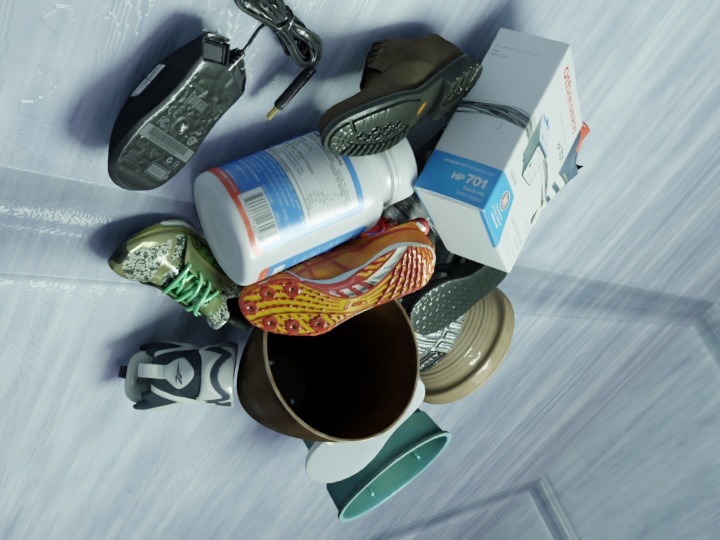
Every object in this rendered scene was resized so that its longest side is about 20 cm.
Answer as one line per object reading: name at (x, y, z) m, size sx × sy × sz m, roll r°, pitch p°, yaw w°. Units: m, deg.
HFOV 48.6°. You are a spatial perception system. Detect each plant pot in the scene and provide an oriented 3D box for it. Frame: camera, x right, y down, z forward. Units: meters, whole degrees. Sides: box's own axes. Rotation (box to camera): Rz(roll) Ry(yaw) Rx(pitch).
plant pot at (0.116, 0.084, 1.157) m, size 0.201 × 0.201 × 0.093 m, roll -44°, pitch 123°, yaw 11°
plant pot at (-0.005, 0.225, 1.167) m, size 0.199 × 0.196 × 0.201 m, roll -33°, pitch 157°, yaw -16°
plant pot at (-0.063, 0.114, 0.911) m, size 0.186 × 0.188 × 0.200 m, roll -18°, pitch 172°, yaw -34°

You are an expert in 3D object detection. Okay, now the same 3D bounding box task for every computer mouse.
computer mouse at (-0.120, -0.145, 0.652) m, size 0.200 × 0.046 × 0.140 m, roll -49°, pitch 156°, yaw 10°

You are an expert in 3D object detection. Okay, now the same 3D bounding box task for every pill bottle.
pill bottle at (-0.048, -0.073, 0.765) m, size 0.199 × 0.112 × 0.113 m, roll -24°, pitch 150°, yaw -24°

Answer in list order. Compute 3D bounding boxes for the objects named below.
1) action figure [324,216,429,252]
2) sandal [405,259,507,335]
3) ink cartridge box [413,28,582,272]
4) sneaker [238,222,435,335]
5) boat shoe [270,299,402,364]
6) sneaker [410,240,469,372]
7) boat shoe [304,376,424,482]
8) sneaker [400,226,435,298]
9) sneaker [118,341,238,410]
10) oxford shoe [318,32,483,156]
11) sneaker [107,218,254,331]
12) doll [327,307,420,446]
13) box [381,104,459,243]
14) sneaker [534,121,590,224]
action figure at (-0.020, -0.035, 0.847) m, size 0.198 × 0.066 × 0.052 m, roll -6°, pitch 130°, yaw -17°
sandal at (0.112, 0.020, 0.974) m, size 0.200 × 0.048 × 0.076 m, roll -27°, pitch 135°, yaw -42°
ink cartridge box at (0.151, -0.123, 0.837) m, size 0.201 × 0.085 × 0.147 m, roll -60°, pitch 151°, yaw -12°
sneaker at (-0.023, 0.010, 0.788) m, size 0.198 × 0.077 × 0.073 m, roll -15°, pitch 116°, yaw 1°
boat shoe at (-0.039, 0.066, 1.041) m, size 0.201 × 0.060 × 0.072 m, roll -32°, pitch 152°, yaw -12°
sneaker at (0.094, 0.034, 1.084) m, size 0.075 × 0.116 × 0.201 m, roll 21°, pitch 105°, yaw -29°
boat shoe at (0.001, 0.194, 1.045) m, size 0.071 × 0.070 × 0.200 m, roll 37°, pitch 104°, yaw -21°
sneaker at (0.000, 0.000, 0.926) m, size 0.199 × 0.074 × 0.079 m, roll -26°, pitch 146°, yaw 29°
sneaker at (-0.208, 0.119, 0.916) m, size 0.128 × 0.080 × 0.199 m, roll 5°, pitch 177°, yaw -8°
oxford shoe at (0.022, -0.165, 0.734) m, size 0.200 × 0.084 × 0.073 m, roll -36°, pitch 166°, yaw -39°
sneaker at (-0.159, 0.013, 0.786) m, size 0.077 × 0.089 × 0.200 m, roll -44°, pitch 152°, yaw 13°
doll at (0.009, 0.121, 1.007) m, size 0.200 × 0.136 × 0.048 m, roll -47°, pitch 116°, yaw 0°
box at (0.083, -0.112, 0.931) m, size 0.158 × 0.048 × 0.200 m, roll -43°, pitch 152°, yaw 7°
sneaker at (0.254, -0.123, 1.091) m, size 0.084 × 0.075 × 0.201 m, roll -15°, pitch 145°, yaw -30°
